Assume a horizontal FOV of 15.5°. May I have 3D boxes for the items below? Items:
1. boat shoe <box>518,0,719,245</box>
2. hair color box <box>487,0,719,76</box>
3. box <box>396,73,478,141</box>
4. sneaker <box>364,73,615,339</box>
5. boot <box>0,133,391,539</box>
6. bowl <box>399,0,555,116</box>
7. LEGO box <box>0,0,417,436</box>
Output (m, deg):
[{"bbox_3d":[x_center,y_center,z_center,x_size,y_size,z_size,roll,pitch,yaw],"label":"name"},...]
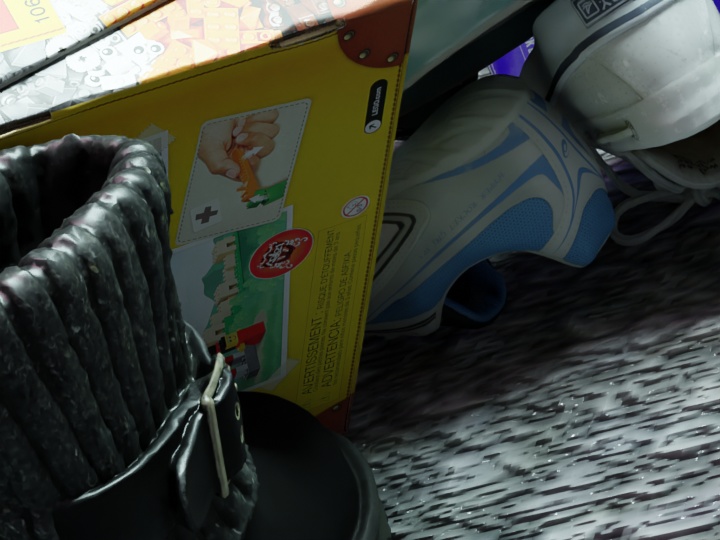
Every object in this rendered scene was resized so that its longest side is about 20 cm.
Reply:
[{"bbox_3d":[0.104,-0.050,0.870,0.074,0.086,0.202,-31,-6,0],"label":"boat shoe"},{"bbox_3d":[0.149,-0.124,1.035,0.199,0.065,0.109,-19,11,17],"label":"hair color box"},{"bbox_3d":[-0.043,-0.077,0.992,0.160,0.044,0.200,6,1,-3],"label":"box"},{"bbox_3d":[0.000,0.000,0.876,0.200,0.073,0.072,-25,14,45],"label":"sneaker"},{"bbox_3d":[-0.056,0.036,0.661,0.079,0.158,0.211,-18,17,10],"label":"boot"},{"bbox_3d":[0.021,-0.118,0.815,0.200,0.105,0.201,-33,-3,-2],"label":"bowl"},{"bbox_3d":[-0.075,-0.013,0.734,0.148,0.200,0.077,-19,56,-21],"label":"LEGO box"}]
